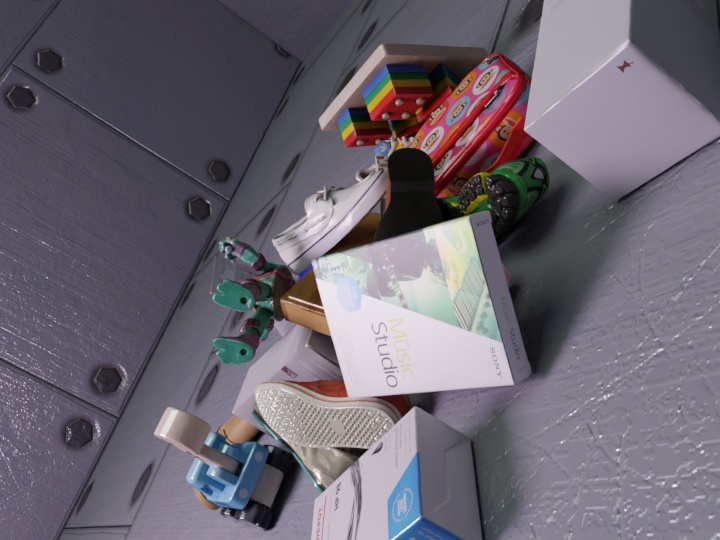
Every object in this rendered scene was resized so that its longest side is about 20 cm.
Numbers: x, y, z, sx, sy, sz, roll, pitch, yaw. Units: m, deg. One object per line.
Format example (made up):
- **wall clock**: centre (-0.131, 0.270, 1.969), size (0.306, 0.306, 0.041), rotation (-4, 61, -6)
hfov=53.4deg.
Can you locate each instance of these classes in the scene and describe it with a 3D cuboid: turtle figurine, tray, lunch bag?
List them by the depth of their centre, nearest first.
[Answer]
- **tray**: centre (0.000, 0.000, 0.882), size (0.097, 0.037, 0.200), rotation (15, 44, 30)
- **lunch bag**: centre (0.142, -0.157, 0.884), size (0.200, 0.081, 0.177), rotation (-49, 25, 20)
- **turtle figurine**: centre (-0.128, 0.029, 0.885), size (0.099, 0.152, 0.200), rotation (-12, 16, 10)

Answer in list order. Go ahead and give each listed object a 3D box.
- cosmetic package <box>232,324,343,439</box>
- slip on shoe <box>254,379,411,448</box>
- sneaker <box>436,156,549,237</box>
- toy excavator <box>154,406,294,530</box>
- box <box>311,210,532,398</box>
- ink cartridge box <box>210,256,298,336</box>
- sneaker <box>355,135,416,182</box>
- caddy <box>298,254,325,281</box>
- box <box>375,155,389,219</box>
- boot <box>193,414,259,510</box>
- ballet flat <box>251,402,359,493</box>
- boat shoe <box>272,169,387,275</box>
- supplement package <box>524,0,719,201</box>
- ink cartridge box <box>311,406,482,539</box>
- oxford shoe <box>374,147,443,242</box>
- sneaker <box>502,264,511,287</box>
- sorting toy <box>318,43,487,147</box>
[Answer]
- **cosmetic package**: centre (-0.070, 0.139, 0.925), size (0.200, 0.106, 0.091), rotation (-46, 18, 38)
- **slip on shoe**: centre (-0.032, 0.150, 0.779), size (0.197, 0.075, 0.061), rotation (-2, 19, 33)
- **sneaker**: centre (0.139, -0.063, 0.779), size (0.084, 0.079, 0.200), rotation (-25, -1, -20)
- **toy excavator**: centre (-0.184, 0.244, 0.910), size (0.194, 0.198, 0.101), rotation (-27, 36, 58)
- **box**: centre (0.048, 0.039, 0.658), size (0.198, 0.147, 0.036), rotation (-14, 3, 42)
- **ink cartridge box**: centre (-0.132, 0.049, 1.081), size (0.161, 0.197, 0.051), rotation (-115, 41, -68)
- **sneaker**: centre (0.071, -0.168, 1.064), size (0.200, 0.089, 0.076), rotation (-42, 24, 42)
- **caddy**: centre (-0.023, -0.008, 1.046), size (0.200, 0.103, 0.144), rotation (-131, 51, -70)
- **box**: centre (0.043, -0.104, 0.958), size (0.201, 0.038, 0.042), rotation (-94, 1, -63)
- **boot**: centre (-0.176, 0.246, 1.108), size (0.200, 0.066, 0.176), rotation (-48, 21, 26)
- **ballet flat**: centre (-0.061, 0.195, 0.843), size (0.063, 0.068, 0.199), rotation (-50, 40, -8)
- **boat shoe**: centre (-0.040, -0.071, 0.894), size (0.199, 0.066, 0.072), rotation (-38, 9, 41)
- **supplement package**: centre (0.232, -0.188, 0.628), size (0.117, 0.116, 0.202), rotation (-37, 27, 48)
- **ink cartridge box**: centre (0.013, 0.230, 0.623), size (0.200, 0.066, 0.117), rotation (-49, 21, 28)
- **oxford shoe**: centre (0.053, -0.040, 0.771), size (0.072, 0.070, 0.202), rotation (93, -176, -48)
- **sneaker**: centre (0.065, 0.056, 0.746), size (0.199, 0.075, 0.106), rotation (-23, 34, 54)
- **sorting toy**: centre (0.070, -0.249, 1.078), size (0.200, 0.196, 0.071), rotation (-37, 68, 53)
